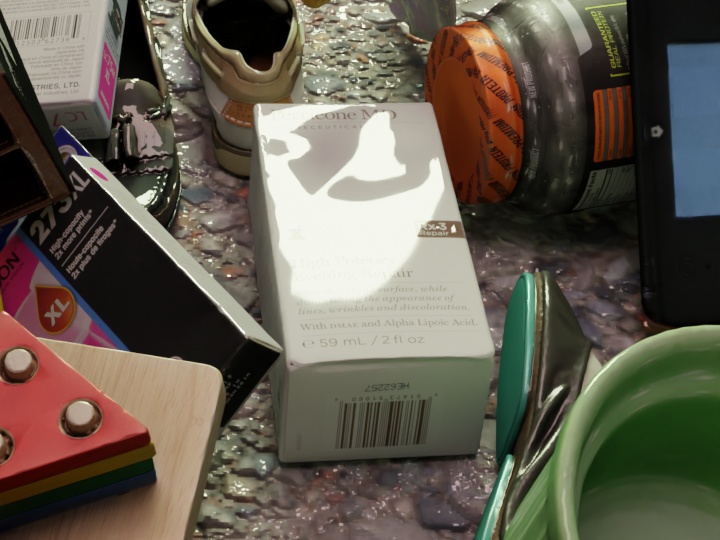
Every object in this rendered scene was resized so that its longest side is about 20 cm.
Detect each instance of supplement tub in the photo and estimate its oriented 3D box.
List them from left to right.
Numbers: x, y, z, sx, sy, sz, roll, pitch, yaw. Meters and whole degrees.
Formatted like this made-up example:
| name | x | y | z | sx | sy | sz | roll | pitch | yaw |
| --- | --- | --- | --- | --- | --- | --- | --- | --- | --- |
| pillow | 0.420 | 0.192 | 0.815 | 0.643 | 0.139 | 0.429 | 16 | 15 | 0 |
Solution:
| name | x | y | z | sx | sy | sz | roll | pitch | yaw |
| --- | --- | --- | --- | --- | --- | --- | --- | --- | --- |
| supplement tub | 0.144 | -0.098 | 1.009 | 0.199 | 0.123 | 0.123 | -9 | 43 | -17 |

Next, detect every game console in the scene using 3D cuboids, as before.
| name | x | y | z | sx | sy | sz | roll | pitch | yaw |
| --- | --- | --- | --- | --- | --- | --- | --- | --- | --- |
| game console | 0.224 | -0.075 | 0.955 | 0.176 | 0.201 | 0.031 | -4 | 1 | -18 |

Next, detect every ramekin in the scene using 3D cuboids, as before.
| name | x | y | z | sx | sy | sz | roll | pitch | yaw |
| --- | --- | --- | --- | --- | --- | --- | --- | --- | --- |
| ramekin | 0.150 | 0.131 | 0.730 | 0.199 | 0.098 | 0.201 | 12 | 52 | -16 |

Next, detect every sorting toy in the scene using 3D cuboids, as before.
| name | x | y | z | sx | sy | sz | roll | pitch | yaw |
| --- | --- | --- | --- | --- | --- | --- | --- | --- | --- |
| sorting toy | -0.172 | 0.103 | 0.734 | 0.198 | 0.070 | 0.201 | 9 | 60 | 5 |

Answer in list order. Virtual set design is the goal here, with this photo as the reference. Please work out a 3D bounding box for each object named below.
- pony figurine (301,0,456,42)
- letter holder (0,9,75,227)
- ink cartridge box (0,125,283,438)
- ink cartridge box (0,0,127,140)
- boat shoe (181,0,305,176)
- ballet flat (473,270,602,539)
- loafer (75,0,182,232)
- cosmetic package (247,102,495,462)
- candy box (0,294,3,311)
| name | x | y | z | sx | sy | sz | roll | pitch | yaw |
| --- | --- | --- | --- | --- | --- | --- | --- | --- | --- |
| pony figurine | 0.031 | -0.196 | 1.039 | 0.199 | 0.168 | 0.193 | -5 | 25 | -28 |
| letter holder | -0.245 | -0.107 | 0.884 | 0.142 | 0.101 | 0.201 | -25 | 58 | -3 |
| ink cartridge box | -0.127 | 0.015 | 0.876 | 0.200 | 0.095 | 0.037 | 43 | 10 | 37 |
| ink cartridge box | -0.187 | -0.161 | 1.014 | 0.119 | 0.042 | 0.201 | -3 | 62 | 10 |
| boat shoe | -0.064 | -0.142 | 1.076 | 0.074 | 0.069 | 0.201 | -5 | 42 | -12 |
| ballet flat | 0.088 | 0.089 | 0.839 | 0.068 | 0.068 | 0.201 | 16 | 52 | -2 |
| loafer | -0.137 | -0.094 | 1.016 | 0.071 | 0.063 | 0.201 | -2 | 42 | -9 |
| cosmetic package | 0.000 | 0.000 | 0.919 | 0.101 | 0.074 | 0.201 | -2 | 43 | -9 |
| candy box | -0.240 | -0.038 | 0.917 | 0.102 | 0.026 | 0.201 | -20 | 56 | 4 |
